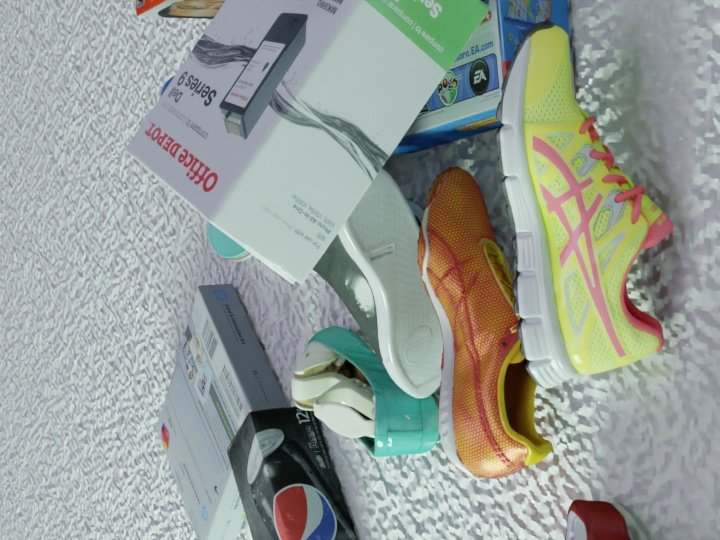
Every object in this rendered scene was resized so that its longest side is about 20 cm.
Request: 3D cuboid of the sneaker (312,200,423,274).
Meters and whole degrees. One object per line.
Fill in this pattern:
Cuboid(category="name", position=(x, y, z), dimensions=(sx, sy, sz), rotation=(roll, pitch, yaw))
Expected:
Cuboid(category="sneaker", position=(-0.016, -0.018, 1.026), dimensions=(0.199, 0.079, 0.075), rotation=(10, 100, 59))

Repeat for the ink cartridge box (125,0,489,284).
Cuboid(category="ink cartridge box", position=(-0.037, -0.114, 0.839), dimensions=(0.201, 0.084, 0.146), rotation=(-56, 36, 1))

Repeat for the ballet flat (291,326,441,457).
Cuboid(category="ballet flat", position=(-0.012, 0.088, 1.038), dimensions=(0.199, 0.069, 0.069), rotation=(25, 115, 58))

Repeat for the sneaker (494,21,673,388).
Cuboid(category="sneaker", position=(0.128, -0.039, 0.766), dimensions=(0.089, 0.078, 0.203), rotation=(-6, 100, 19))

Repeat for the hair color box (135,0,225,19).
Cuboid(category="hair color box", position=(-0.110, -0.257, 1.145), dimensions=(0.199, 0.100, 0.062), rotation=(-1, 92, 62))

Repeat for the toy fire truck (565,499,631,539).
Cuboid(category="toy fire truck", position=(0.142, 0.246, 0.761), dimensions=(0.168, 0.110, 0.204), rotation=(-121, 32, -80))

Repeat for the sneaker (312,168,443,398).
Cuboid(category="sneaker", position=(0.000, 0.000, 0.930), dimensions=(0.098, 0.071, 0.201), rotation=(22, 148, 42))

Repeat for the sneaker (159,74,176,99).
Cuboid(category="sneaker", position=(-0.092, -0.118, 1.002), dimensions=(0.200, 0.076, 0.112), rotation=(48, 159, 38))

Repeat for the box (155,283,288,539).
Cuboid(category="box", position=(-0.136, 0.140, 1.300), dimensions=(0.157, 0.041, 0.202), rotation=(61, 141, 39))

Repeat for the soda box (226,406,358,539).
Cuboid(category="soda box", position=(-0.047, 0.215, 1.124), dimensions=(0.071, 0.062, 0.202), rotation=(-56, 46, 48))

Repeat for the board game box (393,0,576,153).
Cuboid(category="board game box", position=(0.053, -0.189, 0.901), dimensions=(0.199, 0.055, 0.199), rotation=(-8, 86, 61))

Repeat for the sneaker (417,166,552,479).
Cuboid(category="sneaker", position=(0.085, 0.029, 0.877), dimensions=(0.076, 0.073, 0.203), rotation=(-18, 75, 32))

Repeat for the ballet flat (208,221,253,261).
Cuboid(category="ballet flat", position=(-0.067, -0.101, 1.120), dimensions=(0.068, 0.071, 0.202), rotation=(26, 114, 13))
